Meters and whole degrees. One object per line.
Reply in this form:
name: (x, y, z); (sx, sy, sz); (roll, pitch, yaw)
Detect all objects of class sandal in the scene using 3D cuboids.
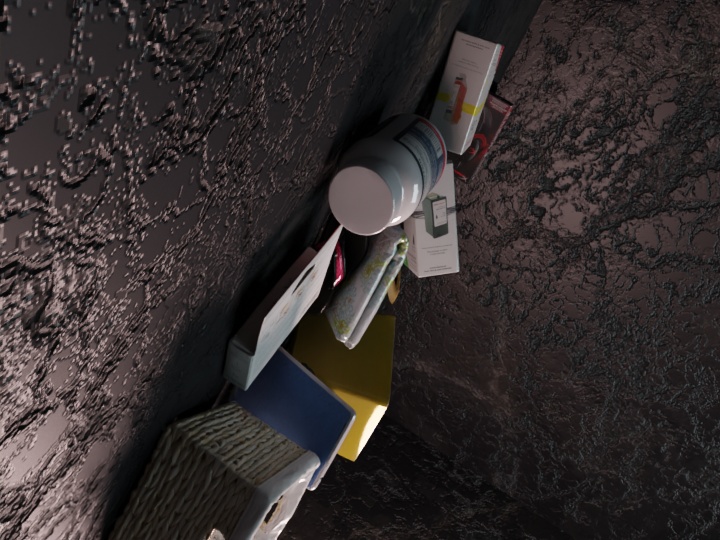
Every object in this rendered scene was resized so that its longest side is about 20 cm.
sandal: (-0.048, -0.008, 0.940); (0.045, 0.075, 0.202); (-20, 146, -54)

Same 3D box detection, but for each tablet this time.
tablet: (-0.104, 0.203, 0.901); (0.014, 0.199, 0.132); (20, 102, -58)

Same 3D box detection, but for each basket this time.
basket: (-0.181, 0.297, 0.779); (0.201, 0.159, 0.200); (-60, 169, 4)

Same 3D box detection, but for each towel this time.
towel: (0.000, 0.000, 0.995); (0.202, 0.047, 0.172); (-62, -152, 16)

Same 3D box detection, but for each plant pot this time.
plant pot: (-0.054, 0.192, 1.136); (0.202, 0.173, 0.202); (-82, -169, -47)

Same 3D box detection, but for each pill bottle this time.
pill bottle: (0.036, -0.128, 0.830); (0.200, 0.118, 0.121); (-49, 168, -54)

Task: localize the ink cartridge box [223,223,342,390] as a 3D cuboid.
ink cartridge box: (-0.103, 0.038, 0.823); (0.201, 0.043, 0.175); (-54, 170, -41)

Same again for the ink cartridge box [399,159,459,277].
ink cartridge box: (0.122, -0.106, 1.168); (0.146, 0.082, 0.204); (-127, -149, -74)

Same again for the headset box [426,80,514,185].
headset box: (0.215, -0.306, 1.285); (0.202, 0.147, 0.075); (-62, 171, 23)

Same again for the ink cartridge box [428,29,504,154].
ink cartridge box: (0.194, -0.333, 1.164); (0.145, 0.082, 0.203); (-46, 155, -66)

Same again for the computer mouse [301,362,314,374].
computer mouse: (-0.135, 0.228, 1.046); (0.198, 0.110, 0.044); (-27, -151, 24)

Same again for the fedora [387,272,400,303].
fedora: (0.029, -0.036, 1.149); (0.200, 0.080, 0.205); (-2, 90, -80)
